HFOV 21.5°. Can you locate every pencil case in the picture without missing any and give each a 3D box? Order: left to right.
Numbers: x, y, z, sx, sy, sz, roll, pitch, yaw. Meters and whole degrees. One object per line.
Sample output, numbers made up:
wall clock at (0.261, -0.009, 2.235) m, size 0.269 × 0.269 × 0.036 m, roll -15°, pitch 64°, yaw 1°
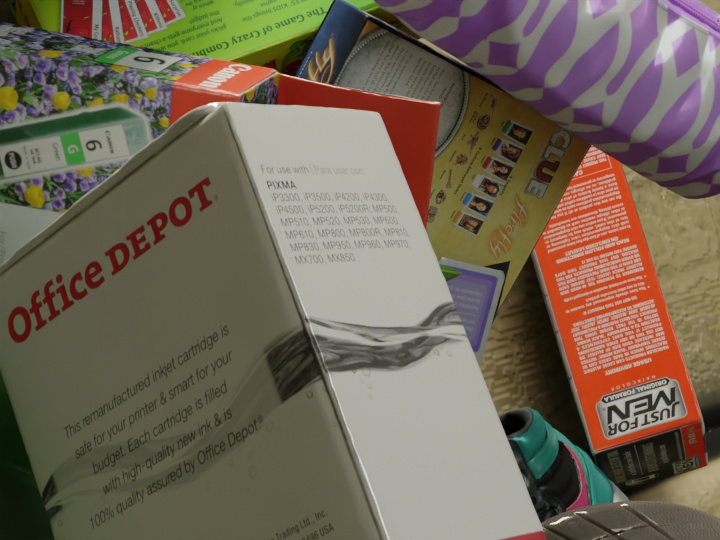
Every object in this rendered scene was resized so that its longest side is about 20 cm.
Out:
pencil case at (0.098, -0.103, 0.798) m, size 0.199 × 0.085 × 0.084 m, roll 25°, pitch 47°, yaw -29°

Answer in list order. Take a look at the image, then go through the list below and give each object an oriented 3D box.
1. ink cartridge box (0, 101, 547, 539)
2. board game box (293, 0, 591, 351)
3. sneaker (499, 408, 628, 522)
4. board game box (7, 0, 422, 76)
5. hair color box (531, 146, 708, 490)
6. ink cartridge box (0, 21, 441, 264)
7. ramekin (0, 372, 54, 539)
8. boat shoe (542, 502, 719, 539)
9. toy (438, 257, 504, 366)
ink cartridge box at (-0.030, 0.065, 0.624) m, size 0.083 × 0.146 × 0.201 m, roll -3°, pitch 68°, yaw -48°
board game box at (0.000, 0.000, 0.830) m, size 0.135 × 0.201 × 0.035 m, roll 23°, pitch 10°, yaw -33°
sneaker at (0.064, 0.135, 0.874) m, size 0.121 × 0.083 × 0.200 m, roll 47°, pitch 33°, yaw -19°
board game box at (-0.050, -0.132, 0.829) m, size 0.199 × 0.048 × 0.102 m, roll -22°, pitch 73°, yaw -16°
hair color box at (0.127, 0.007, 1.007) m, size 0.102 × 0.061 × 0.201 m, roll 58°, pitch 17°, yaw -69°
ink cartridge box at (-0.075, -0.027, 0.738) m, size 0.050 × 0.198 × 0.110 m, roll -45°, pitch 144°, yaw -66°
ramekin at (-0.114, 0.126, 0.692) m, size 0.199 × 0.098 × 0.201 m, roll 25°, pitch 49°, yaw -32°
boat shoe at (0.070, 0.153, 0.782) m, size 0.199 × 0.072 × 0.076 m, roll -14°, pitch 62°, yaw -12°
toy at (0.007, 0.091, 0.796) m, size 0.115 × 0.047 × 0.202 m, roll 12°, pitch 91°, yaw -39°
